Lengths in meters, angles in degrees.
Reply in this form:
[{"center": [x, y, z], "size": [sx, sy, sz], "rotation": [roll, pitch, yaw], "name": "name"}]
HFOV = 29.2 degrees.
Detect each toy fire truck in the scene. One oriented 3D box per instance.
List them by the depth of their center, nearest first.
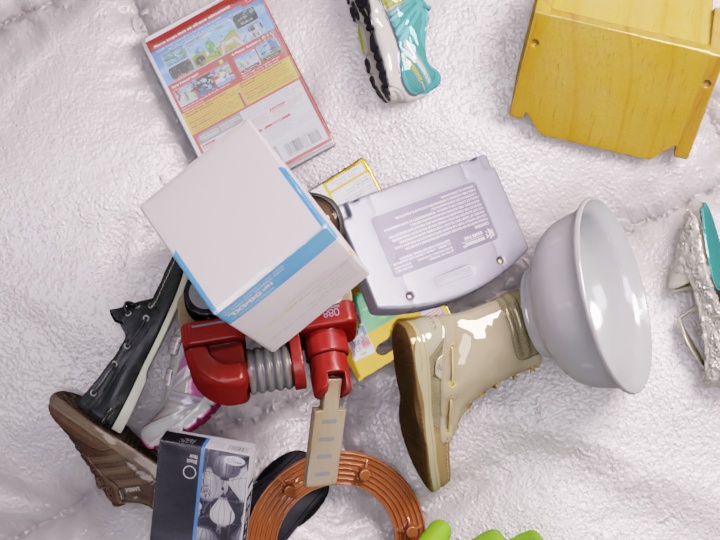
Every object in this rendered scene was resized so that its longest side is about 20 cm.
[{"center": [-0.083, 0.108, 1.380], "size": [0.173, 0.129, 0.203], "rotation": [-9, 67, -6], "name": "toy fire truck"}]

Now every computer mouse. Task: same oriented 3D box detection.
[{"center": [-0.099, 0.298, 1.474], "size": [0.199, 0.046, 0.141], "rotation": [-38, 87, 0], "name": "computer mouse"}]

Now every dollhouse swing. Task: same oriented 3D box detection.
[{"center": [0.278, -0.255, 1.485], "size": [0.197, 0.177, 0.183], "rotation": [12, 130, 2], "name": "dollhouse swing"}]

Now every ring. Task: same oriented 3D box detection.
[{"center": [-0.025, 0.291, 1.460], "size": [0.197, 0.019, 0.204], "rotation": [-2, 99, -11], "name": "ring"}]

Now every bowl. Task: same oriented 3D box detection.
[{"center": [0.223, 0.034, 1.419], "size": [0.089, 0.200, 0.204], "rotation": [-15, 88, 28], "name": "bowl"}]

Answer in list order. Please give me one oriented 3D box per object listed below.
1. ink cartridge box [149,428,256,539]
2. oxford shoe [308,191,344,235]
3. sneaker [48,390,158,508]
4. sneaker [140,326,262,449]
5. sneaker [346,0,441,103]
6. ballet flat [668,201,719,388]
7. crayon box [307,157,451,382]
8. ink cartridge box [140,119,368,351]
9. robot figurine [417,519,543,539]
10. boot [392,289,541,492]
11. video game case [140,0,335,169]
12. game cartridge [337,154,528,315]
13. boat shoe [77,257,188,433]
[{"center": [-0.166, 0.270, 1.426], "size": [0.098, 0.039, 0.203], "rotation": [8, 105, 5], "name": "ink cartridge box"}, {"center": [-0.106, -0.032, 1.419], "size": [0.198, 0.084, 0.074], "rotation": [-11, 97, 32], "name": "oxford shoe"}, {"center": [-0.261, 0.209, 1.471], "size": [0.199, 0.070, 0.076], "rotation": [35, 96, 4], "name": "sneaker"}, {"center": [-0.172, 0.100, 1.471], "size": [0.088, 0.081, 0.201], "rotation": [40, 82, 3], "name": "sneaker"}, {"center": [0.034, -0.280, 1.485], "size": [0.079, 0.077, 0.203], "rotation": [-15, 93, -18], "name": "sneaker"}, {"center": [0.361, 0.032, 1.461], "size": [0.071, 0.072, 0.203], "rotation": [-15, 88, 1], "name": "ballet flat"}, {"center": [0.000, 0.000, 1.477], "size": [0.125, 0.052, 0.202], "rotation": [-30, 87, 1], "name": "crayon box"}, {"center": [-0.088, -0.022, 1.268], "size": [0.125, 0.200, 0.129], "rotation": [-38, 70, 1], "name": "ink cartridge box"}, {"center": [0.115, 0.348, 1.432], "size": [0.198, 0.116, 0.177], "rotation": [-31, 96, 1], "name": "robot figurine"}, {"center": [0.117, 0.126, 1.453], "size": [0.153, 0.073, 0.203], "rotation": [-17, 115, -19], "name": "boot"}, {"center": [-0.133, -0.193, 1.503], "size": [0.142, 0.017, 0.202], "rotation": [-27, 88, 1], "name": "video game case"}, {"center": [0.075, -0.032, 1.443], "size": [0.198, 0.041, 0.135], "rotation": [-20, 80, -27], "name": "game cartridge"}, {"center": [-0.239, 0.066, 1.458], "size": [0.065, 0.074, 0.202], "rotation": [24, 81, -8], "name": "boat shoe"}]
